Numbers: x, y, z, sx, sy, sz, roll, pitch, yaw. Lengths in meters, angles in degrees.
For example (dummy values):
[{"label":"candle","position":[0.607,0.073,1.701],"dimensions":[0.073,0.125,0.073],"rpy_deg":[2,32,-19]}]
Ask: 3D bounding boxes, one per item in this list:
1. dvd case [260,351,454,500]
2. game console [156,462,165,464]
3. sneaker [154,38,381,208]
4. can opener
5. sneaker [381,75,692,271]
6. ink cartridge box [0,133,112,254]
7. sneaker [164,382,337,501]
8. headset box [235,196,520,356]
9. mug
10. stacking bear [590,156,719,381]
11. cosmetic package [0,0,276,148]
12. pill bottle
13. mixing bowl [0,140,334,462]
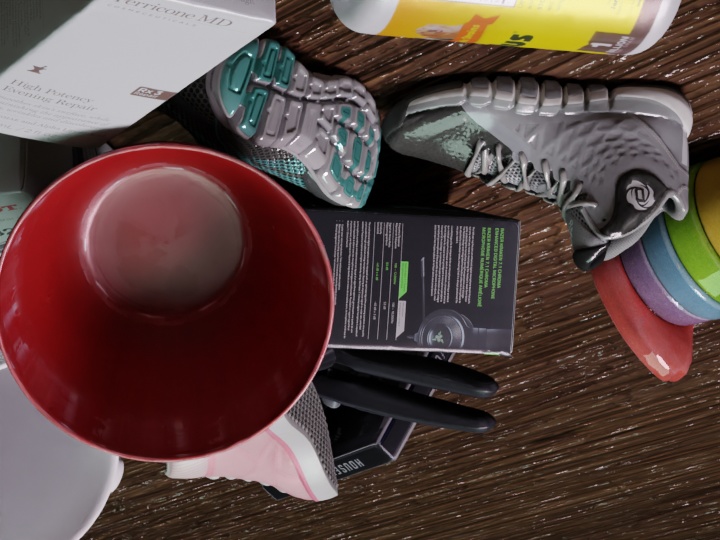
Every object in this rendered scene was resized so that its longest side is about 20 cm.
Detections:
[{"label":"dvd case","position":[0.016,0.079,1.759],"dimensions":[0.025,0.200,0.150],"rpy_deg":[44,143,-17]},{"label":"game console","position":[-0.157,0.080,1.710],"dimensions":[0.199,0.117,0.176],"rpy_deg":[2,132,20]},{"label":"sneaker","position":[-0.057,-0.094,1.431],"dimensions":[0.091,0.078,0.200],"rpy_deg":[6,165,31]},{"label":"can opener","position":[0.005,0.077,1.651],"dimensions":[0.199,0.064,0.079],"rpy_deg":[17,-148,19]},{"label":"sneaker","position":[0.115,-0.057,1.462],"dimensions":[0.199,0.116,0.075],"rpy_deg":[-2,162,-4]},{"label":"ink cartridge box","position":[-0.240,-0.048,1.491],"dimensions":[0.144,0.084,0.200],"rpy_deg":[-6,161,14]},{"label":"sneaker","position":[-0.082,0.111,1.590],"dimensions":[0.104,0.076,0.200],"rpy_deg":[-15,155,8]},{"label":"headset box","position":[0.000,0.000,1.567],"dimensions":[0.199,0.093,0.174],"rpy_deg":[2,-176,-15]},{"label":"mug","position":[-0.253,0.115,1.597],"dimensions":[0.200,0.148,0.175],"rpy_deg":[18,180,-40]},{"label":"stacking bear","position":[0.263,-0.030,1.583],"dimensions":[0.200,0.122,0.114],"rpy_deg":[-31,111,36]},{"label":"cosmetic package","position":[-0.139,-0.137,1.262],"dimensions":[0.101,0.074,0.200],"rpy_deg":[9,159,-32]},{"label":"pill bottle","position":[0.054,-0.166,1.140],"dimensions":[0.199,0.110,0.109],"rpy_deg":[3,161,-16]},{"label":"mixing bowl","position":[-0.118,0.001,1.401],"dimensions":[0.199,0.201,0.108],"rpy_deg":[-1,-157,-5]}]
